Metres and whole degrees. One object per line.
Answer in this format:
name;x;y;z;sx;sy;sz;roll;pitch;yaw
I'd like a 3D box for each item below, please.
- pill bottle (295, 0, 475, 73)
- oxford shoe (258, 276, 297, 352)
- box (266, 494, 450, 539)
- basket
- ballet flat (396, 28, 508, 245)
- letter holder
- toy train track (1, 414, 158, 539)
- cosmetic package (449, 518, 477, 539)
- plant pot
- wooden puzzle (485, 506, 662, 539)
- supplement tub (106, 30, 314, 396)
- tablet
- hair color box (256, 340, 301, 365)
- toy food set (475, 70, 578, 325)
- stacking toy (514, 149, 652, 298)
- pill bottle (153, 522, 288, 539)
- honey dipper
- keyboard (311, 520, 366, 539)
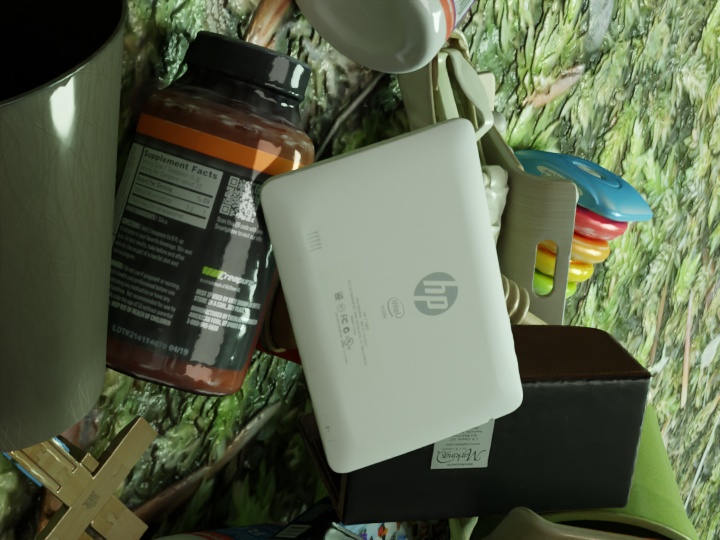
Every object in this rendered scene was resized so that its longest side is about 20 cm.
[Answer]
pill bottle;0.049;-0.234;1.046;0.200;0.111;0.111;-55;147;-27
oxford shoe;0.009;-0.014;1.028;0.200;0.071;0.071;-46;142;-33
box;0.007;0.215;1.106;0.200;0.038;0.137;-26;111;-60
basket;-0.184;-0.023;0.758;0.180;0.136;0.200;-44;145;-48
ballet flat;0.070;-0.081;1.135;0.069;0.069;0.200;-2;77;-59
letter holder;0.070;0.087;1.081;0.200;0.142;0.101;-1;114;-17
toy train track;-0.188;0.109;0.932;0.115;0.033;0.200;-53;141;-16
cosmetic package;0.046;0.142;1.273;0.071;0.105;0.200;-55;149;-29
plant pot;0.167;0.177;1.219;0.190;0.200;0.200;-85;170;-49
wooden puzzle;0.164;0.223;1.091;0.185;0.200;0.037;120;-19;-49
supplement tub;-0.091;-0.034;0.931;0.107;0.107;0.200;15;94;-61
tablet;0.023;0.018;0.935;0.130;0.014;0.200;-19;119;-11
hair color box;0.000;0.000;1.151;0.200;0.064;0.111;-3;109;-57
toy food set;0.118;-0.049;1.227;0.060;0.200;0.144;-5;121;-11
stacking toy;0.155;-0.001;1.400;0.110;0.116;0.200;-3;123;-59
pill bottle;-0.099;0.229;1.066;0.200;0.112;0.112;9;99;-62
honey dipper;0.145;0.052;1.156;0.200;0.038;0.038;31;78;-33
keyboard;0.020;0.245;1.030;0.200;0.040;0.104;37;57;-33
